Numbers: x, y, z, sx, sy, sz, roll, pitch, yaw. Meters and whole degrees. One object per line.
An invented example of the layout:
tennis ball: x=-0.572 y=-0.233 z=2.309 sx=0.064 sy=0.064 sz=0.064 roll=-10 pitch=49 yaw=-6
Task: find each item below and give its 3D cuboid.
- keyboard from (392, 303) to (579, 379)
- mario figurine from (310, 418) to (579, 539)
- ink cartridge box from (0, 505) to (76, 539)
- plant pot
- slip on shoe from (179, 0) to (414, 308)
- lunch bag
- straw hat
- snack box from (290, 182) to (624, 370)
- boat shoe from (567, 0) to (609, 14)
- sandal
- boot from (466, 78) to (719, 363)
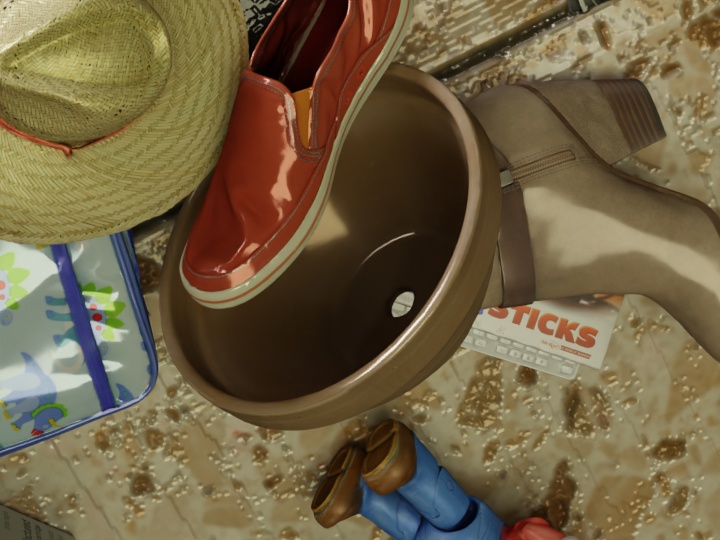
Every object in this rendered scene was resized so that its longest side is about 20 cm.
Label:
keyboard: x=0.044 y=0.010 z=1.256 sx=0.198 sy=0.011 sz=0.057 roll=17 pitch=105 yaw=-16
mario figurine: x=0.068 y=0.179 z=1.262 sx=0.199 sy=0.123 sz=0.106 roll=36 pitch=80 yaw=-15
ink cartridge box: x=-0.255 y=0.170 z=1.183 sx=0.199 sy=0.147 sz=0.083 roll=26 pitch=102 yaw=-19
plant pot: x=0.000 y=0.000 z=1.136 sx=0.201 sy=0.201 sz=0.093 roll=-46 pitch=134 yaw=7
slip on shoe: x=-0.042 y=-0.076 z=1.107 sx=0.061 sy=0.074 sz=0.201 roll=34 pitch=81 yaw=-48
lunch bag: x=-0.199 y=-0.005 z=1.170 sx=0.159 sy=0.083 sz=0.202 roll=-16 pitch=112 yaw=-8
straw hat: x=-0.140 y=-0.105 z=1.072 sx=0.199 sy=0.085 sz=0.203 roll=-2 pitch=95 yaw=-18
snack box: x=0.057 y=-0.007 z=1.237 sx=0.198 sy=0.024 sz=0.072 roll=18 pitch=92 yaw=-16
boat shoe: x=0.092 y=-0.230 z=1.154 sx=0.067 sy=0.072 sz=0.201 roll=-24 pitch=108 yaw=25
sandal: x=-0.111 y=-0.152 z=1.159 sx=0.198 sy=0.045 sz=0.076 roll=12 pitch=102 yaw=-2
boot: x=0.122 y=-0.012 z=1.207 sx=0.145 sy=0.070 sz=0.201 roll=-23 pitch=83 yaw=-19
